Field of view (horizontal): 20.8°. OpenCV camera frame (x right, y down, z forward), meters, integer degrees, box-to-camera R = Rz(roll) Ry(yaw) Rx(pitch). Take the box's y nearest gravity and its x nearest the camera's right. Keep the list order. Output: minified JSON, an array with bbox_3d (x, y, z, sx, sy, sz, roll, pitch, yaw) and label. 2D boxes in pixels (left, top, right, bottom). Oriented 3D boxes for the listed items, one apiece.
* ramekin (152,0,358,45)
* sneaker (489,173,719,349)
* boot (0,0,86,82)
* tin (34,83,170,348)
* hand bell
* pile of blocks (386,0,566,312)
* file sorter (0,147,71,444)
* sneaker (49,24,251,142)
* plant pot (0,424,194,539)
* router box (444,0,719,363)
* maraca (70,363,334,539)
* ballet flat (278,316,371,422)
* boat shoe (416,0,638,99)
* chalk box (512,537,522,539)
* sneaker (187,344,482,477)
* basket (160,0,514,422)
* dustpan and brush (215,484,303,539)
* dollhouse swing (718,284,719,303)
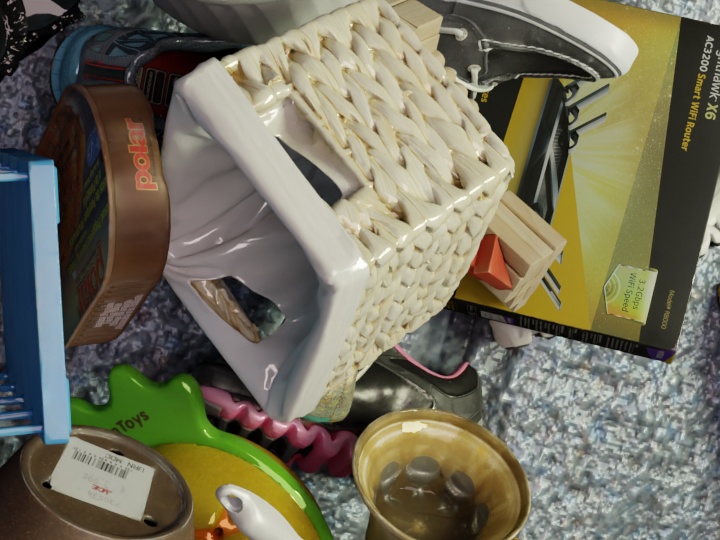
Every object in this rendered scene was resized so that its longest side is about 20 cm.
[{"bbox_3d":[-0.054,-0.218,1.048,0.200,0.098,0.201,-2,72,8],"label":"ramekin"},{"bbox_3d":[0.160,-0.027,1.221,0.200,0.075,0.081,-27,91,-12],"label":"sneaker"},{"bbox_3d":[-0.268,-0.150,1.063,0.200,0.076,0.168,-38,101,-18],"label":"boot"},{"bbox_3d":[-0.144,-0.026,1.056,0.042,0.200,0.112,-2,72,-21],"label":"tin"},{"bbox_3d":[0.019,0.186,1.154,0.104,0.104,0.200,4,133,-19],"label":"hand bell"},{"bbox_3d":[0.033,-0.061,1.094,0.062,0.082,0.200,-29,91,-43],"label":"pile of blocks"},{"bbox_3d":[-0.227,0.011,1.029,0.122,0.200,0.139,-5,96,-15],"label":"file sorter"},{"bbox_3d":[-0.070,-0.094,1.113,0.200,0.095,0.079,1,95,-34],"label":"sneaker"},{"bbox_3d":[-0.165,0.187,1.034,0.187,0.187,0.200,14,117,-19],"label":"plant pot"},{"bbox_3d":[0.133,-0.060,1.169,0.157,0.052,0.200,13,80,7],"label":"router box"},{"bbox_3d":[-0.095,0.141,1.128,0.137,0.107,0.200,-32,104,25],"label":"maraca"},{"bbox_3d":[0.000,0.000,1.145,0.071,0.071,0.200,31,64,-18],"label":"ballet flat"},{"bbox_3d":[0.060,-0.130,1.127,0.200,0.072,0.068,19,80,25],"label":"boat shoe"},{"bbox_3d":[0.128,0.245,1.207,0.200,0.124,0.124,22,88,-20],"label":"chalk box"},{"bbox_3d":[-0.012,0.074,1.182,0.200,0.079,0.096,14,68,-20],"label":"sneaker"},{"bbox_3d":[-0.019,-0.031,1.014,0.123,0.200,0.136,-32,75,-23],"label":"basket"},{"bbox_3d":[-0.010,0.181,1.070,0.139,0.057,0.200,-31,131,25],"label":"dustpan and brush"},{"bbox_3d":[0.365,0.071,1.242,0.200,0.176,0.182,-13,99,-16],"label":"dollhouse swing"}]
